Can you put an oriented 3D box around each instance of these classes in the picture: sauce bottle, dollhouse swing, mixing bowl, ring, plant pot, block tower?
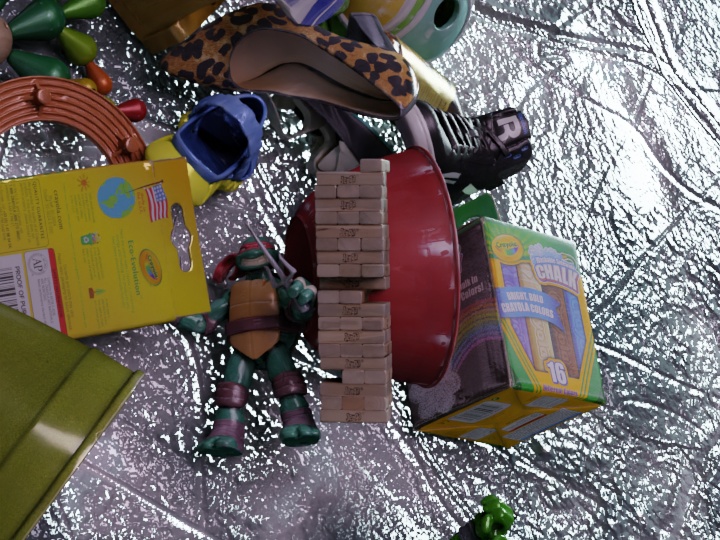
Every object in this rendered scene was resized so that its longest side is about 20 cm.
[{"bbox_3d":[0.051,-0.153,1.919,0.200,0.066,0.066,33,44,-55],"label":"sauce bottle"},{"bbox_3d":[-0.158,-0.312,1.766,0.200,0.176,0.182,52,44,-14],"label":"dollhouse swing"},{"bbox_3d":[0.000,0.000,1.756,0.108,0.200,0.201,-3,67,-15],"label":"mixing bowl"},{"bbox_3d":[-0.236,-0.050,1.635,0.200,0.019,0.201,4,83,-35],"label":"ring"},{"bbox_3d":[-0.282,0.094,1.445,0.193,0.200,0.201,37,47,-4],"label":"plant pot"},{"bbox_3d":[-0.005,0.015,1.650,0.054,0.058,0.201,-20,111,-84],"label":"block tower"}]

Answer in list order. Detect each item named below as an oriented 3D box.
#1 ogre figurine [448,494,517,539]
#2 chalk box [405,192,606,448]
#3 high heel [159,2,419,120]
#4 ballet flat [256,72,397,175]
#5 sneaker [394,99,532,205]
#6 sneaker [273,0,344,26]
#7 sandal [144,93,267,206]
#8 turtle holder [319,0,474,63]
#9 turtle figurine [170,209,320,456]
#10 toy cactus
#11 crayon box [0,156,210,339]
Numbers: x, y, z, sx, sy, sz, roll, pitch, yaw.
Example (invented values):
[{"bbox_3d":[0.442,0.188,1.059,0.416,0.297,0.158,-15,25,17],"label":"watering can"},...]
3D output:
[{"bbox_3d":[0.071,0.284,1.686,0.098,0.120,0.201,10,62,-41],"label":"ogre figurine"},{"bbox_3d":[0.114,0.035,1.852,0.124,0.124,0.201,14,59,-41],"label":"chalk box"},{"bbox_3d":[-0.056,-0.159,1.754,0.199,0.072,0.143,-9,37,-13],"label":"high heel"},{"bbox_3d":[-0.035,-0.125,1.868,0.200,0.073,0.073,50,44,-15],"label":"ballet flat"},{"bbox_3d":[0.093,-0.120,1.863,0.200,0.112,0.073,65,1,-74],"label":"sneaker"},{"bbox_3d":[-0.055,-0.268,1.767,0.200,0.080,0.115,56,4,36],"label":"sneaker"},{"bbox_3d":[-0.107,-0.110,1.742,0.080,0.087,0.200,48,15,-8],"label":"sandal"},{"bbox_3d":[0.019,-0.257,1.933,0.185,0.132,0.141,20,56,-32],"label":"turtle holder"},{"bbox_3d":[-0.085,0.042,1.689,0.101,0.149,0.201,15,64,-55],"label":"turtle figurine"},{"bbox_3d":[-0.263,-0.192,1.697,0.165,0.102,0.201,-24,92,-35],"label":"toy cactus"},{"bbox_3d":[-0.216,-0.011,1.604,0.199,0.051,0.127,-9,92,-35],"label":"crayon box"}]
